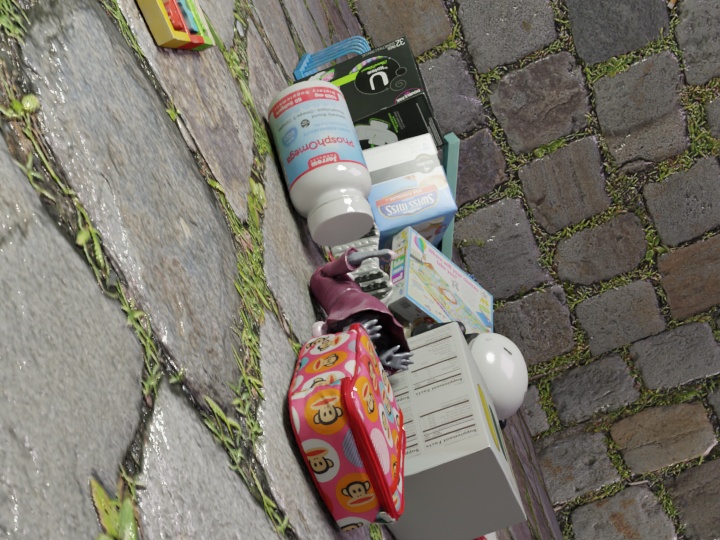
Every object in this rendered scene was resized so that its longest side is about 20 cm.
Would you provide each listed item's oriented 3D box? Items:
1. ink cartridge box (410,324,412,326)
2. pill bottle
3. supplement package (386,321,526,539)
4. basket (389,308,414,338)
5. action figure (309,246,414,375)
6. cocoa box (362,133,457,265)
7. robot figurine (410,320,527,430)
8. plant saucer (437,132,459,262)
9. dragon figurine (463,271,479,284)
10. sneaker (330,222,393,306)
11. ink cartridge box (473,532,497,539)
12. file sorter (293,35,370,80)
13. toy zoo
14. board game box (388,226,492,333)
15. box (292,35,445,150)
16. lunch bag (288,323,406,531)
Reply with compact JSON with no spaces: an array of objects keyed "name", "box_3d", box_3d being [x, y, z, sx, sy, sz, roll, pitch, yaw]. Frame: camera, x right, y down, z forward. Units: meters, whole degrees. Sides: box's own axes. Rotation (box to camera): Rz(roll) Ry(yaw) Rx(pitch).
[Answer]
[{"name":"ink cartridge box","box_3d":[0.113,0.113,1.995,0.095,0.037,0.201,23,44,-79]},{"name":"pill bottle","box_3d":[-0.048,-0.138,1.397,0.109,0.108,0.201,50,20,-63]},{"name":"supplement package","box_3d":[0.087,0.200,1.277,0.200,0.150,0.152,-100,166,-50]},{"name":"basket","box_3d":[0.107,0.097,1.662,0.200,0.139,0.177,14,52,-82]},{"name":"action figure","box_3d":[-0.019,0.049,1.270,0.200,0.148,0.135,-130,-151,-49]},{"name":"cocoa box","box_3d":[0.056,-0.102,1.675,0.200,0.133,0.132,110,-37,-72]},{"name":"robot figurine","box_3d":[0.130,0.150,1.471,0.150,0.199,0.125,30,56,-50]},{"name":"plant saucer","box_3d":[0.138,-0.116,1.721,0.070,0.019,0.201,-107,-162,-72]},{"name":"dragon figurine","box_3d":[0.141,0.024,1.806,0.099,0.059,0.200,41,-10,4]},{"name":"sneaker","box_3d":[0.000,0.000,1.527,0.201,0.075,0.081,-102,-177,-45]},{"name":"ink cartridge box","box_3d":[0.118,0.318,1.403,0.147,0.083,0.201,53,18,-55]},{"name":"file sorter","box_3d":[-0.028,-0.325,1.901,0.200,0.122,0.139,-86,153,-71]},{"name":"toy zoo","box_3d":[-0.206,-0.293,1.108,0.200,0.020,0.132,-59,127,-78]},{"name":"board game box","box_3d":[0.122,0.044,1.583,0.200,0.034,0.135,38,40,-30]},{"name":"box","box_3d":[0.012,-0.249,1.707,0.124,0.199,0.149,60,12,-48]},{"name":"lunch bag","box_3d":[-0.005,0.164,1.076,0.200,0.082,0.177,-80,151,-70]}]
